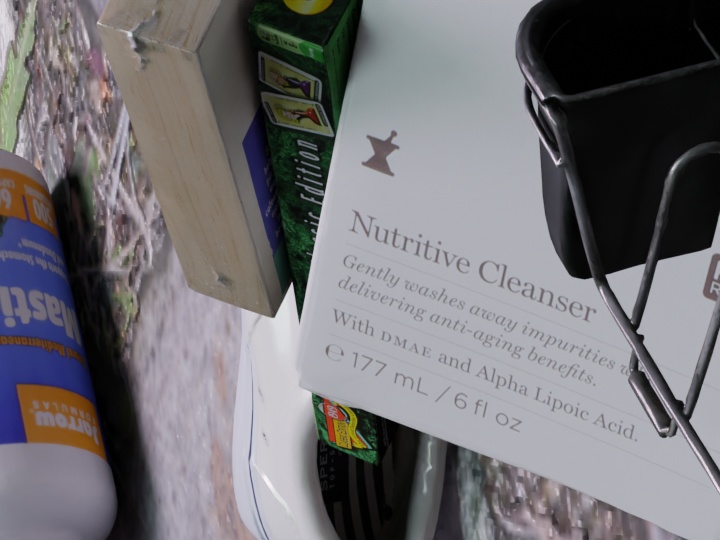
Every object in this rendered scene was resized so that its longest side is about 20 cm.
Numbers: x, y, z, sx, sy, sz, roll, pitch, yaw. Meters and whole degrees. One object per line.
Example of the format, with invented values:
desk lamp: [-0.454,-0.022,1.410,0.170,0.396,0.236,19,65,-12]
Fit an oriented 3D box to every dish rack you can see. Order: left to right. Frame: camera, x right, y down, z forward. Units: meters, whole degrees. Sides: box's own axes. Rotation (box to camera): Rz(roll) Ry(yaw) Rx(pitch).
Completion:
dish rack: [0.126,0.019,0.487,0.055,0.152,0.200,90,160,-44]

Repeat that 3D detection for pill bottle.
pill bottle: [-0.156,0.062,1.173,0.112,0.111,0.201,126,134,-55]

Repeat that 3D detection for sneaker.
sneaker: [0.000,0.000,0.877,0.071,0.073,0.201,26,127,53]

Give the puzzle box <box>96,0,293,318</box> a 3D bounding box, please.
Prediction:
puzzle box: [-0.001,-0.104,0.711,0.133,0.025,0.201,78,-147,-64]

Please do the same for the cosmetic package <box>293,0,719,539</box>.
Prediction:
cosmetic package: [0.063,-0.056,0.639,0.112,0.081,0.201,20,123,17]

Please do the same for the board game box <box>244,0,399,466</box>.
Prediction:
board game box: [0.011,-0.042,0.730,0.105,0.023,0.200,-61,-17,-25]
